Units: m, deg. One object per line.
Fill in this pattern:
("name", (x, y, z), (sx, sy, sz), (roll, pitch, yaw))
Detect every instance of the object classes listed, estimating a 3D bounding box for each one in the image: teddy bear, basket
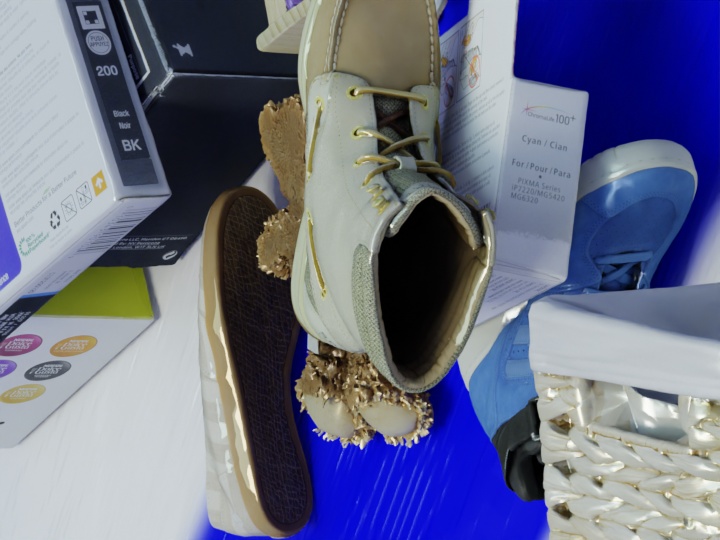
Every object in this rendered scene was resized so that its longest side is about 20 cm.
("teddy bear", (0.000, 0.000, 1.619), (0.145, 0.067, 0.200), (-35, 68, 58))
("basket", (0.182, 0.072, 1.254), (0.136, 0.200, 0.123), (12, 103, 53))

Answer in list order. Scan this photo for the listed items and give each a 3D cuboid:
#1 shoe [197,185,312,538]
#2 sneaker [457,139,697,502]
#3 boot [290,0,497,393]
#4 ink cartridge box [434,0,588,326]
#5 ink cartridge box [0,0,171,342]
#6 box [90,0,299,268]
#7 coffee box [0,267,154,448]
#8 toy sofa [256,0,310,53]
("shoe", (-0.070, 0.053, 1.693), (0.053, 0.070, 0.200), (-9, 84, 45))
("sneaker", (0.116, 0.034, 1.437), (0.200, 0.077, 0.111), (-54, 43, 43))
("boot", (0.017, -0.051, 1.389), (0.155, 0.072, 0.200), (-147, 62, -73))
("ink cartridge box", (0.056, -0.064, 1.470), (0.200, 0.045, 0.176), (149, 129, -69))
("ink cartridge box", (-0.198, -0.086, 1.688), (0.198, 0.043, 0.200), (-37, 66, 46))
("box", (-0.138, -0.135, 1.744), (0.198, 0.123, 0.200), (-47, 55, 43))
("coffee box", (-0.277, -0.019, 1.864), (0.198, 0.200, 0.200), (-39, 58, 45))
("toy sofa", (-0.015, -0.221, 1.617), (0.098, 0.083, 0.200), (-30, 66, 50))
